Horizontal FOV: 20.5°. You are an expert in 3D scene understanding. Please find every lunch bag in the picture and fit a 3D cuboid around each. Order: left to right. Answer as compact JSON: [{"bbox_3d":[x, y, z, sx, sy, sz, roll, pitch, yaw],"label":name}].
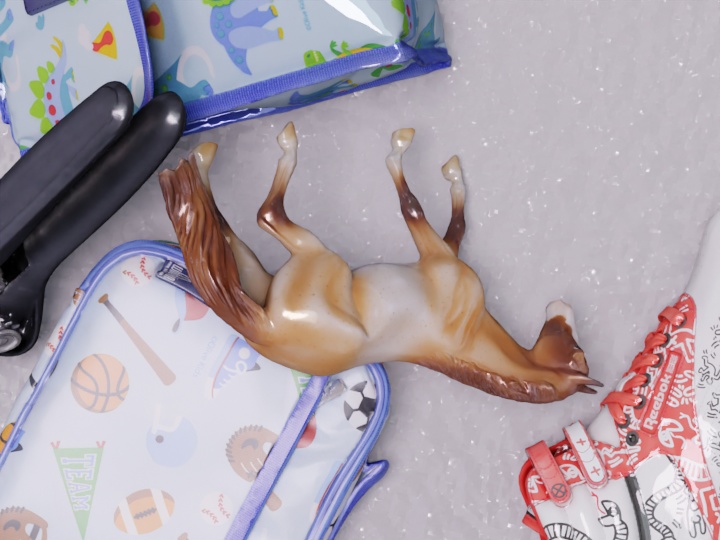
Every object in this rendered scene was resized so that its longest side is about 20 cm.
[{"bbox_3d":[-0.080,-0.147,0.886,0.200,0.127,0.170,-13,90,16],"label":"lunch bag"},{"bbox_3d":[-0.078,0.089,0.896,0.160,0.076,0.200,29,90,1],"label":"lunch bag"}]

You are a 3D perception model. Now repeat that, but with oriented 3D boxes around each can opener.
[{"bbox_3d":[-0.145,-0.020,0.853,0.200,0.063,0.079,-39,67,44],"label":"can opener"}]

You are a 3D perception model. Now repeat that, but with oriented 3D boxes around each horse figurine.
[{"bbox_3d":[0.000,0.000,0.857,0.200,0.050,0.133,2,63,-33],"label":"horse figurine"}]

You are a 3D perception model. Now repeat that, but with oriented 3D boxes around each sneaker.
[{"bbox_3d":[0.128,0.065,0.891,0.108,0.067,0.202,3,91,0],"label":"sneaker"}]
